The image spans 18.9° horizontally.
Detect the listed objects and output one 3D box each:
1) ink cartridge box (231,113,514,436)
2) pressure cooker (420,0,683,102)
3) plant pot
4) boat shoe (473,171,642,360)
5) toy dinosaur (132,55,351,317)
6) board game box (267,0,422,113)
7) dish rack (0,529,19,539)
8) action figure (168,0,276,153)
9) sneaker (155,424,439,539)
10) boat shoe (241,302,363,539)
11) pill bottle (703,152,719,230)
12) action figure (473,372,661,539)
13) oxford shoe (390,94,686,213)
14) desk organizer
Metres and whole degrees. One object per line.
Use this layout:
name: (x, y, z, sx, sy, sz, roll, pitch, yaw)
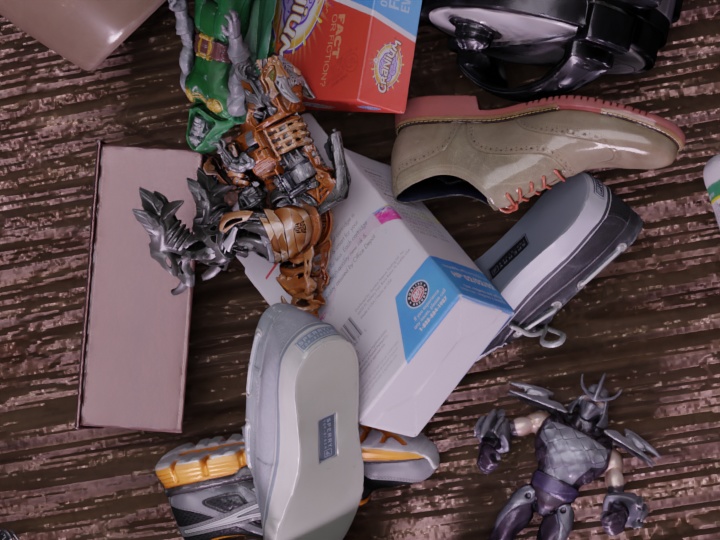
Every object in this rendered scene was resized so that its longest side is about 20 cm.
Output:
ink cartridge box: (0.000, 0.000, 1.469, 0.115, 0.068, 0.200, -51, 53, 18)
pressure cooker: (0.128, -0.210, 1.436, 0.177, 0.176, 0.202, 12, 85, 13)
plant pot: (-0.209, -0.240, 1.513, 0.200, 0.200, 0.175, -43, 99, 5)
boat shoe: (0.109, 0.018, 1.478, 0.068, 0.074, 0.199, 33, 110, -27)
toy dinosaur: (-0.066, -0.034, 1.423, 0.135, 0.102, 0.202, -6, 77, 25)
board game box: (-0.031, -0.186, 1.471, 0.199, 0.040, 0.155, 6, 86, 54)
dish rack: (-0.252, 0.292, 1.538, 0.153, 0.055, 0.201, -37, 79, 5)
action figure: (-0.092, -0.174, 1.456, 0.118, 0.054, 0.202, 26, 117, 40)
sneaker: (-0.040, 0.149, 1.502, 0.198, 0.078, 0.078, -9, 98, 14)
boat shoe: (-0.042, 0.108, 1.417, 0.071, 0.070, 0.202, 41, 139, 41)
pill bottle: (0.306, 0.008, 1.419, 0.112, 0.113, 0.202, -18, 83, 9)
action figure: (0.125, 0.161, 1.468, 0.129, 0.069, 0.201, 26, 88, 16)
oxford shoe: (0.114, -0.069, 1.417, 0.198, 0.070, 0.075, 1, 69, 25)
desk organizer: (-0.148, 0.014, 1.527, 0.076, 0.072, 0.202, 4, 87, 8)
